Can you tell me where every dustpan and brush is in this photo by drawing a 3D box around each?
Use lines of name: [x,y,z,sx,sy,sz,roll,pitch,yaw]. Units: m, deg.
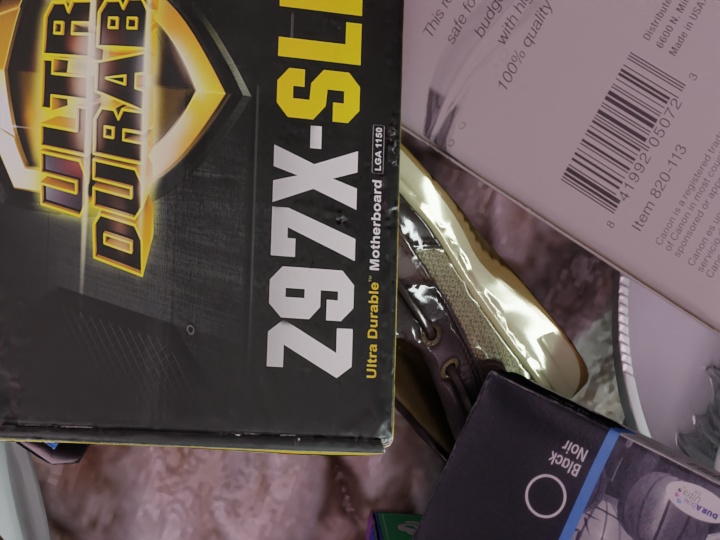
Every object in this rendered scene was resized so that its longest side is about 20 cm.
dustpan and brush: [0.131,0.066,0.788,0.139,0.057,0.201,25,82,-10]

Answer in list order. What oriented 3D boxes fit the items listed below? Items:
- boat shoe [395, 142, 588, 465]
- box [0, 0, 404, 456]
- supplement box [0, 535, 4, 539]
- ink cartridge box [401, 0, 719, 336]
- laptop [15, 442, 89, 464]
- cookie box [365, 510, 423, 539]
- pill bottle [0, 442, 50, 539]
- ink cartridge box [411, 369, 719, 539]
boat shoe: [0.000,0.000,0.761,0.200,0.073,0.065,43,74,-28]
box: [-0.068,-0.049,0.660,0.158,0.049,0.202,5,83,-24]
supplement box: [-0.138,0.187,0.654,0.132,0.198,0.201,-26,126,8]
ink cartridge box: [0.086,-0.088,0.713,0.199,0.083,0.147,35,102,27]
laptop: [-0.116,-0.069,0.704,0.103,0.200,0.178,21,69,24]
cookie box: [0.092,0.186,0.840,0.198,0.075,0.173,6,103,-7]
pill bottle: [-0.208,0.102,0.773,0.198,0.113,0.113,-14,106,-1]
ink cartridge box: [0.047,0.143,0.747,0.099,0.039,0.201,24,94,20]
